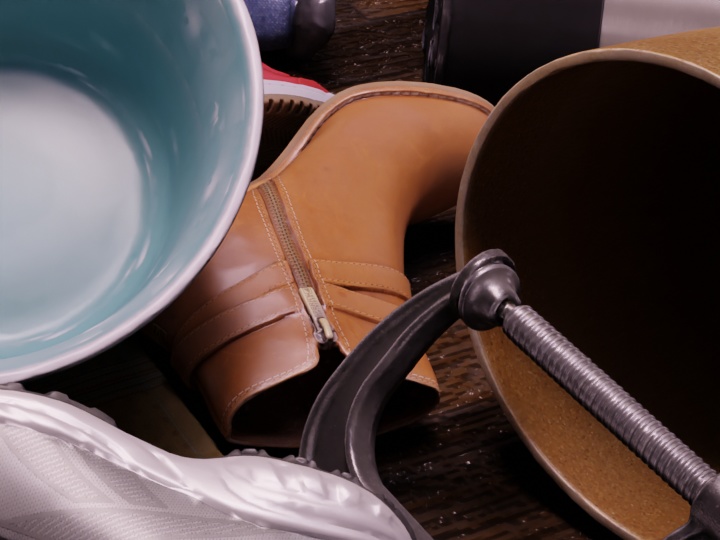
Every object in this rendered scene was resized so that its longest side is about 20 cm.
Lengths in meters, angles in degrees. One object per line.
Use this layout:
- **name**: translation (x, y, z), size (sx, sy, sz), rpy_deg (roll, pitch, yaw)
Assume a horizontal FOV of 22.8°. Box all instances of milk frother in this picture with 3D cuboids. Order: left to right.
- **milk frother**: translation (0.131, -0.177, 0.897), size (0.187, 0.201, 0.181), rpy_deg (5, 30, -3)

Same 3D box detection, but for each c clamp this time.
- **c clamp**: translation (0.068, 0.062, 0.590), size (0.200, 0.171, 0.027), rpy_deg (36, 7, 39)

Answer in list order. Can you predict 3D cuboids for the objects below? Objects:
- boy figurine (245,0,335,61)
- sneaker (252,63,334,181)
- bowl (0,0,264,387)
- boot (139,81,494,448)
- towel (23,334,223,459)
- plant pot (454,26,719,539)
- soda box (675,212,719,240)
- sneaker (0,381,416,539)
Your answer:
- **boy figurine**: translation (-0.114, -0.156, 0.898), size (0.199, 0.125, 0.064), rpy_deg (5, -8, -24)
- **sneaker**: translation (-0.099, -0.092, 0.795), size (0.199, 0.071, 0.113), rpy_deg (-1, 51, -42)
- **bowl**: translation (-0.135, -0.040, 0.638), size (0.199, 0.105, 0.202), rpy_deg (2, 70, -4)
- **boot**: translation (0.000, 0.000, 0.733), size (0.199, 0.074, 0.155), rpy_deg (-16, 42, -20)
- **towel**: translation (-0.124, 0.074, 0.642), size (0.146, 0.022, 0.200), rpy_deg (-16, 42, -28)
- **plant pot**: translation (0.169, -0.017, 0.652), size (0.199, 0.187, 0.186), rpy_deg (-26, 45, -37)
- **soda box**: translation (0.166, -0.015, 0.782), size (0.199, 0.064, 0.068), rpy_deg (-3, 34, -15)
- **sneaker**: translation (-0.083, 0.091, 0.549), size (0.199, 0.074, 0.080), rpy_deg (10, 41, 4)
